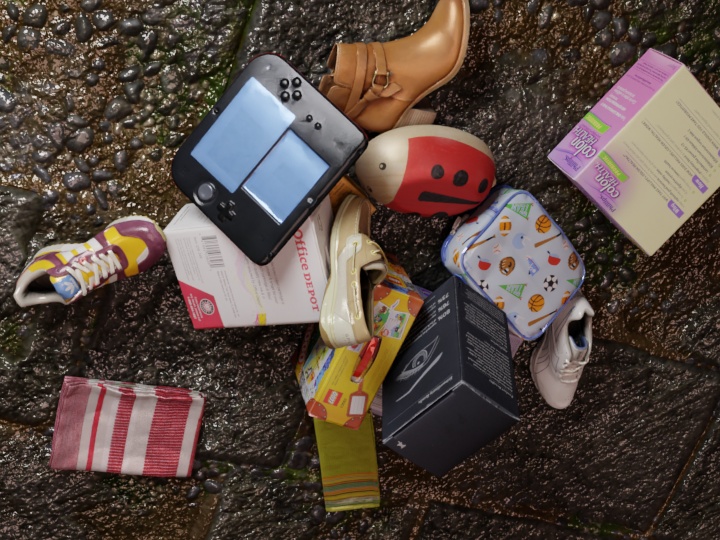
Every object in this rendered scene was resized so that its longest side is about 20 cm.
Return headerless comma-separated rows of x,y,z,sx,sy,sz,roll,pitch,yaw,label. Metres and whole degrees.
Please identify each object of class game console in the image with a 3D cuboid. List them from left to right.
-0.112,-0.134,1.211,0.177,0.031,0.200,44,99,16,game console

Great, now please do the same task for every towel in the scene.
-0.322,0.222,1.433,0.198,0.023,0.145,8,113,-17,towel
-0.018,0.281,1.512,0.085,0.018,0.201,-9,128,-4,towel

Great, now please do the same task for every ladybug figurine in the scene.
0.091,-0.120,1.328,0.198,0.072,0.136,3,140,-22,ladybug figurine

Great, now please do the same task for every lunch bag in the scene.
0.205,-0.009,1.410,0.160,0.075,0.200,-47,116,-7,lunch bag

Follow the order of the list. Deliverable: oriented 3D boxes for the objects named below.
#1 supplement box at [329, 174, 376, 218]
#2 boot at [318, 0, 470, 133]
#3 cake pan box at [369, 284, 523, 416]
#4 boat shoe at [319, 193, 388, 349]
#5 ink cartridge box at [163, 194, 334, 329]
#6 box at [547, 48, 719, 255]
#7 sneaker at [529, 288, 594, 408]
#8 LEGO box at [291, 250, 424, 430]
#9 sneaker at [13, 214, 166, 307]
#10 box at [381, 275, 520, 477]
-0.072,-0.127,1.308,0.200,0.067,0.069,39,101,-25,supplement box
0.040,-0.262,1.265,0.153,0.074,0.202,10,114,-23,boot
0.111,0.141,1.487,0.183,0.052,0.201,20,108,-19,cake pan box
0.000,0.000,1.250,0.066,0.202,0.074,-2,156,21,boat shoe
-0.128,-0.012,1.297,0.198,0.086,0.149,-4,117,16,ink cartridge box
0.390,-0.158,1.392,0.176,0.097,0.200,38,100,-26,box
0.296,0.119,1.502,0.074,0.087,0.202,-8,117,-12,sneaker
-0.008,0.082,1.374,0.077,0.149,0.201,19,108,-21,LEGO box
-0.328,-0.001,1.258,0.198,0.090,0.075,-19,117,20,sneaker
0.110,0.134,1.322,0.104,0.201,0.148,34,124,-24,box
